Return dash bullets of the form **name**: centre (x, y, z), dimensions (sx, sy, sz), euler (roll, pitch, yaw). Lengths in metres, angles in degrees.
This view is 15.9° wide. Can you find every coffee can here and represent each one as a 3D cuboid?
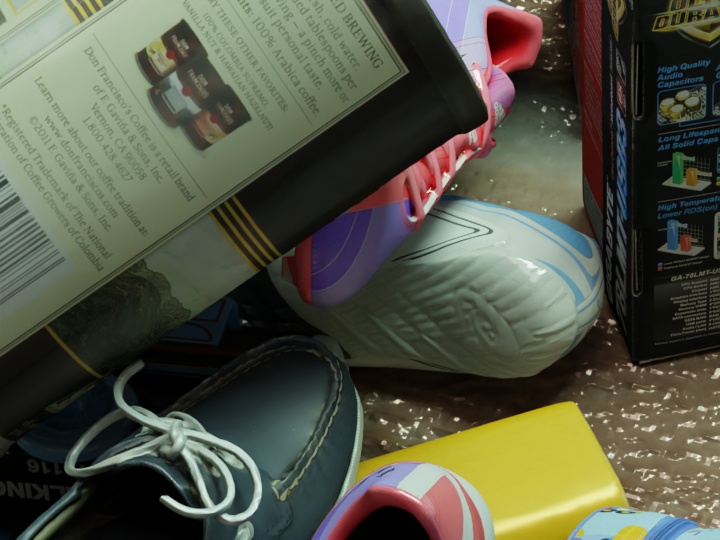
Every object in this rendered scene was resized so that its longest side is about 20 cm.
- **coffee can**: centre (-0.079, -0.055, 0.847), dimensions (0.199, 0.147, 0.147), euler (-34, 47, 1)

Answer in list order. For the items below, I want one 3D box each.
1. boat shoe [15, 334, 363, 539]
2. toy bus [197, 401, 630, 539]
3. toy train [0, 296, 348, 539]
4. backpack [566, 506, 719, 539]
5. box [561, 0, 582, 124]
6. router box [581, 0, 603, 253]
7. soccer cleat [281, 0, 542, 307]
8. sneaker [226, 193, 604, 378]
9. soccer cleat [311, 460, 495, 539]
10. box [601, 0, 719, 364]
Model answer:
- **boat shoe**: centre (-0.066, 0.081, 0.821), dimensions (0.075, 0.062, 0.200), euler (24, 50, 30)
- **toy bus**: centre (-0.009, 0.114, 0.882), dimensions (0.198, 0.079, 0.065), euler (-16, 45, -10)
- **toy train**: centre (-0.093, 0.053, 0.952), dimensions (0.198, 0.087, 0.115), euler (4, 39, 10)
- **backpack**: centre (0.071, 0.157, 0.743), dimensions (0.134, 0.201, 0.183), euler (20, 50, 22)
- **box**: centre (0.187, -0.133, 1.102), dimensions (0.198, 0.095, 0.103), euler (-4, 43, 1)
- **router box**: centre (0.187, -0.094, 1.003), dimensions (0.198, 0.180, 0.049), euler (-10, 45, -6)
- **soccer cleat**: centre (0.019, -0.053, 0.970), dimensions (0.076, 0.067, 0.200), euler (7, 33, 8)
- **sneaker**: centre (0.000, 0.000, 1.015), dimensions (0.198, 0.072, 0.072), euler (9, 20, 20)
- **soccer cleat**: centre (-0.020, 0.151, 0.794), dimensions (0.068, 0.073, 0.201), euler (26, 88, 14)
- **box**: centre (0.189, -0.066, 0.960), dimensions (0.198, 0.199, 0.050), euler (-11, 43, -5)
